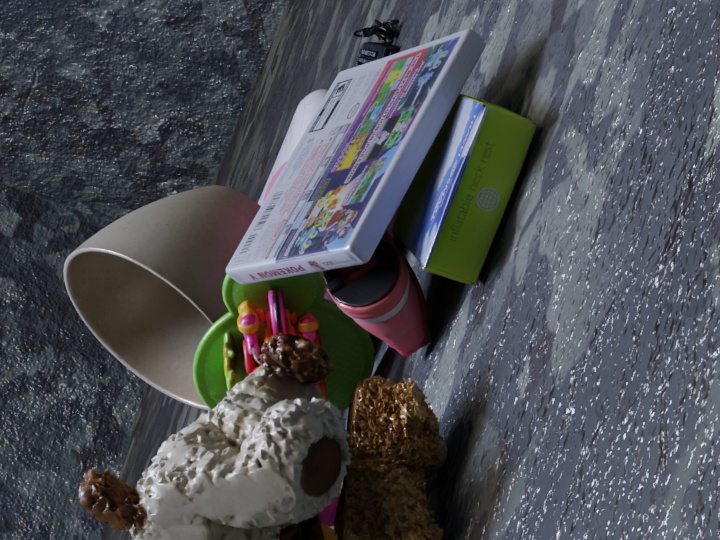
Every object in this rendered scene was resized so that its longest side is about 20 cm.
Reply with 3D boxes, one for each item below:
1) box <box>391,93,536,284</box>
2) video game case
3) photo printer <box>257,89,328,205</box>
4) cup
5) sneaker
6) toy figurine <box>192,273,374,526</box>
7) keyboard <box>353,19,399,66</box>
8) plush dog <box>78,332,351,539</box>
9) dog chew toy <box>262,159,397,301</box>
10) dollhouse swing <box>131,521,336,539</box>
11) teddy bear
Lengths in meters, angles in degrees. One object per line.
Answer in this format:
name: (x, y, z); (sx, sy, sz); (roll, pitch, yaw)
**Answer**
box: (0.072, -0.063, 1.343); (0.200, 0.048, 0.122); (-124, 54, -80)
video game case: (-0.005, -0.082, 1.394); (0.182, 0.023, 0.200); (-9, 46, 57)
photo printer: (-0.066, -0.107, 2.168); (0.167, 0.069, 0.200); (-90, 22, -65)
cup: (-0.145, 0.008, 1.688); (0.143, 0.200, 0.200); (-50, -2, -30)
sneaker: (0.000, 0.000, 1.431); (0.074, 0.087, 0.200); (-33, 34, 4)
toy figurine: (-0.052, 0.113, 1.448); (0.184, 0.150, 0.200); (-102, 7, -50)
keyboard: (0.005, -0.240, 2.128); (0.200, 0.040, 0.104); (-136, 65, -79)
plush dog: (-0.073, 0.134, 1.200); (0.172, 0.160, 0.201); (-43, -34, -58)
dog chew toy: (-0.028, -0.006, 1.618); (0.125, 0.124, 0.201); (125, 153, -60)
dollhouse swing: (-0.130, 0.263, 1.298); (0.200, 0.181, 0.176); (-36, -25, -54)
teddy bear: (0.018, 0.169, 1.184); (0.145, 0.067, 0.200); (106, 171, -54)
